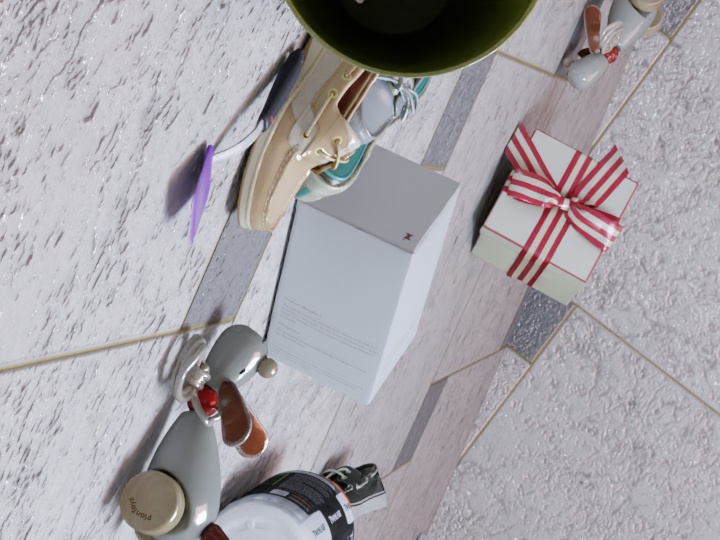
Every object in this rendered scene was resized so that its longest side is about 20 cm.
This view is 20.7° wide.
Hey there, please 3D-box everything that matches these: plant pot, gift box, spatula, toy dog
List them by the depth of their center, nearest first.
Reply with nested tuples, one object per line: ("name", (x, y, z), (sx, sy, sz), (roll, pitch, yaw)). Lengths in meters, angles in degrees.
("plant pot", (0.030, -0.221, 1.376), (0.200, 0.187, 0.188), (-143, -102, -88))
("spatula", (-0.085, -0.099, 1.448), (0.200, 0.021, 0.057), (-57, 165, -38))
("toy dog", (-0.116, 0.152, 1.614), (0.200, 0.096, 0.132), (-66, 169, 9))
("gift box", (0.265, -0.088, 2.714), (0.187, 0.184, 0.200), (107, 7, -77))
("toy dog", (0.351, -0.352, 2.808), (0.200, 0.096, 0.132), (-36, 156, -37))

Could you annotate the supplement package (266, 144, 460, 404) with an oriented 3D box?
("supplement package", (0.000, 0.000, 1.811), (0.117, 0.117, 0.200), (-53, 165, -45))

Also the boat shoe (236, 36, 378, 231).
("boat shoe", (-0.030, -0.115, 1.538), (0.200, 0.069, 0.074), (-64, 169, -2))

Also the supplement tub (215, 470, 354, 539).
("supplement tub", (-0.078, 0.276, 2.039), (0.123, 0.122, 0.200), (-67, 169, 12))

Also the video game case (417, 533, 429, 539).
("video game case", (0.067, 0.621, 3.730), (0.182, 0.023, 0.200), (-53, 164, -46))

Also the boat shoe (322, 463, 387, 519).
("boat shoe", (-0.028, 0.276, 2.447), (0.200, 0.071, 0.064), (-5, 88, -68))

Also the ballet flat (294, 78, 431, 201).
("ballet flat", (-0.005, -0.133, 1.686), (0.062, 0.067, 0.200), (-33, -165, 51))

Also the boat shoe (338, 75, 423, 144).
("boat shoe", (0.033, -0.180, 1.637), (0.202, 0.065, 0.075), (-59, 136, -40))
